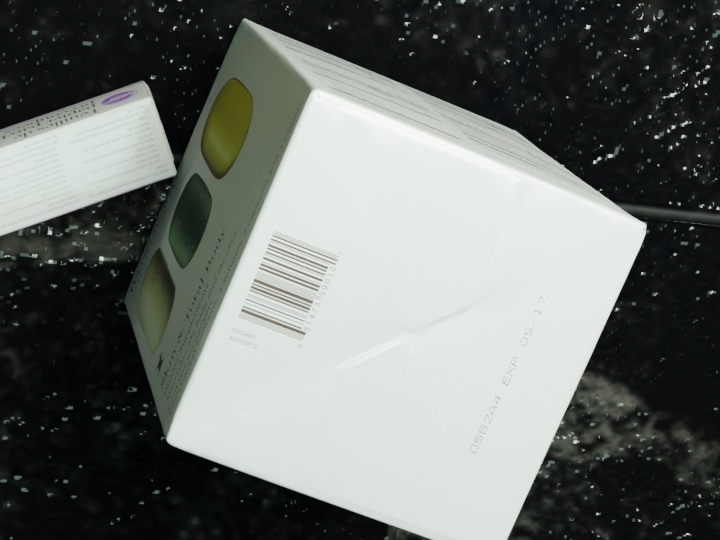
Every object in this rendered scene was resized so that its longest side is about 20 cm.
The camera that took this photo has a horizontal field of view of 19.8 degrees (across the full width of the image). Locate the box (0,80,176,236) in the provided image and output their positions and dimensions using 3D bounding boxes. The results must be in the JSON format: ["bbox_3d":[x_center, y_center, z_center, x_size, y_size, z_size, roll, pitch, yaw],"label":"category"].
[{"bbox_3d":[-0.183,-0.032,0.927,0.199,0.039,0.042,-20,109,-6],"label":"box"}]

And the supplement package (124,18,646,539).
[{"bbox_3d":[0.000,0.000,0.888,0.150,0.200,0.152,21,100,-16],"label":"supplement package"}]
